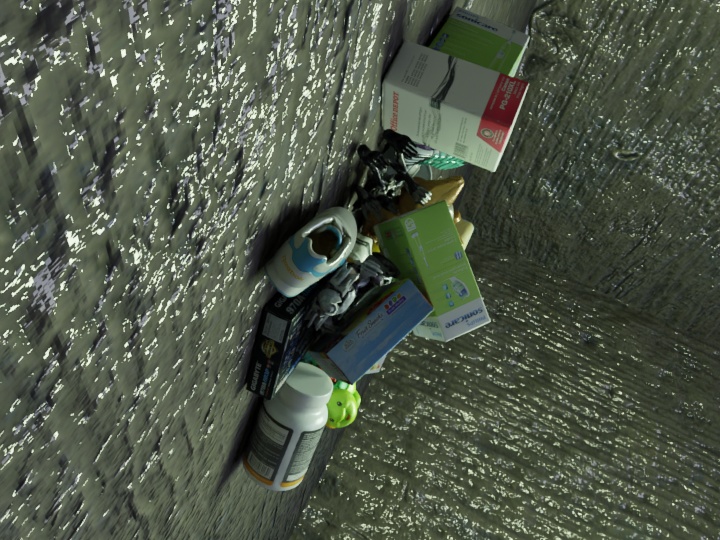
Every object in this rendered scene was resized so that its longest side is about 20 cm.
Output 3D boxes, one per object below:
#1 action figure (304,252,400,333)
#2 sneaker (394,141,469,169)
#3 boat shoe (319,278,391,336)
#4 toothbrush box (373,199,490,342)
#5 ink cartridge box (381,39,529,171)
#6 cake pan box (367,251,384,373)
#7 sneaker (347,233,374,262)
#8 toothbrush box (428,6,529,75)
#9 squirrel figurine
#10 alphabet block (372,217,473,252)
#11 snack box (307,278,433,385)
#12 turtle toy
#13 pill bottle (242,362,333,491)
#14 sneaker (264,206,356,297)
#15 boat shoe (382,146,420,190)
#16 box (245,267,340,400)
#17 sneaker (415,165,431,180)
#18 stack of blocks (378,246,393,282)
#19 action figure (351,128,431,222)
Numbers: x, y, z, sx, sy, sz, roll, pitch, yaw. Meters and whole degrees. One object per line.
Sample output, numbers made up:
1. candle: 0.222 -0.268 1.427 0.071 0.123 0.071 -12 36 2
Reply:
1. action figure: -0.012 0.026 0.944 0.130 0.069 0.200 -41 180 26
2. sneaker: 0.135 -0.233 1.157 0.199 0.074 0.088 -4 83 -47
3. boat shoe: -0.009 0.073 1.186 0.071 0.068 0.200 13 136 -45
4. toothbrush box: 0.109 0.002 1.038 0.085 0.202 0.146 -21 -177 -14
5. ink cartridge box: 0.139 -0.250 1.000 0.145 0.199 0.085 85 29 -72
6. cake pan box: 0.020 0.087 1.367 0.201 0.052 0.185 108 -27 -47
7. sneaker: 0.000 0.000 1.251 0.088 0.075 0.200 -61 171 -21
8. toothbrush box: 0.193 -0.358 1.148 0.086 0.145 0.201 103 14 -55
9. squirrel figurine: 0.092 -0.124 1.243 0.187 0.198 0.143 -110 -174 -61
10. alphabet block: 0.140 -0.047 1.556 0.200 0.195 0.197 -41 153 -69
11. snack box: 0.008 0.096 1.025 0.168 0.068 0.200 -41 -177 -14
12. turtle toy: -0.064 0.219 1.215 0.101 0.200 0.147 14 105 -41
13. pill bottle: -0.122 0.266 1.114 0.201 0.116 0.116 -68 170 21
14. sneaker: -0.042 -0.036 0.843 0.081 0.077 0.200 -36 -171 32
15. boat shoe: 0.080 -0.201 1.205 0.200 0.072 0.066 -56 172 -42
16. box: -0.096 0.076 0.992 0.200 0.046 0.160 -53 165 -55
17. sneaker: 0.123 -0.156 1.393 0.099 0.070 0.202 67 13 -84
18. stack of blocks: 0.079 -0.026 1.348 0.116 0.058 0.201 101 -20 -55
19. action figure: 0.043 -0.131 1.041 0.118 0.102 0.200 -28 160 -9
